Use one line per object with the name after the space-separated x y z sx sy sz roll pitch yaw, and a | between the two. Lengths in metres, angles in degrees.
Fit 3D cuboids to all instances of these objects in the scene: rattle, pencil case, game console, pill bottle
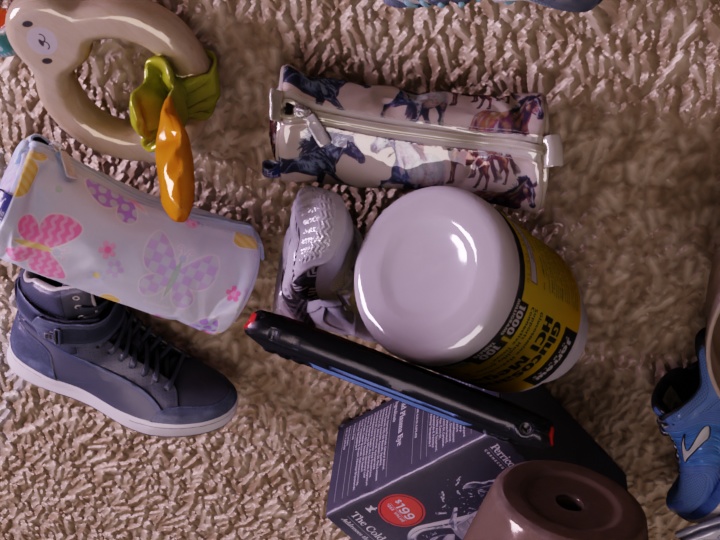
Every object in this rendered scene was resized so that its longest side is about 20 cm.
-0.198 -0.114 0.741 0.198 0.145 0.130 26 147 -20 | rattle
-0.171 -0.024 0.822 0.198 0.083 0.092 23 92 -24 | pencil case
0.034 -0.088 0.754 0.196 0.089 0.079 7 100 3 | pencil case
0.023 0.074 0.741 0.197 0.177 0.032 20 87 2 | game console
0.087 0.022 0.775 0.111 0.114 0.199 -22 158 24 | pill bottle

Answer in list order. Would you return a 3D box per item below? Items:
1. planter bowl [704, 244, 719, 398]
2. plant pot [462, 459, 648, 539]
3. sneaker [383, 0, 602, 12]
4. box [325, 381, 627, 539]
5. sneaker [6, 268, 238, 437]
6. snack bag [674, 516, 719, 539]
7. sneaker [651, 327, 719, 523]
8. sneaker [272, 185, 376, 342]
0.324 0.003 0.755 0.196 0.136 0.203 4 129 5 | planter bowl
0.139 0.244 0.827 0.196 0.201 0.178 10 111 0 | plant pot
0.054 -0.198 0.686 0.197 0.078 0.087 22 141 0 | sneaker
0.103 0.191 0.959 0.181 0.105 0.200 -32 118 28 | box
-0.185 0.051 0.907 0.199 0.078 0.147 18 132 -4 | sneaker
0.379 0.222 0.947 0.187 0.022 0.199 -27 143 24 | snack bag
0.275 0.119 0.907 0.088 0.079 0.203 17 129 14 | sneaker
0.000 0.000 0.811 0.113 0.077 0.200 8 161 -7 | sneaker
